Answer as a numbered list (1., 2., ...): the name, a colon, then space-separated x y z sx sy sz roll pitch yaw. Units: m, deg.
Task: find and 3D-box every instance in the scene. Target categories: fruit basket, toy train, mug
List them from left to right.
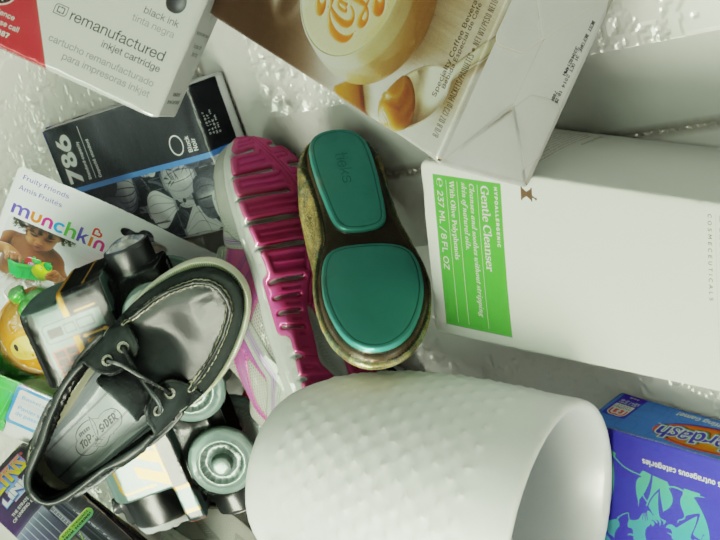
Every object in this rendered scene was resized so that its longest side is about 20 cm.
1. fruit basket: -0.181 0.045 1.233 0.184 0.094 0.200 25 129 -7
2. toy train: -0.138 0.077 1.166 0.113 0.085 0.201 -20 107 9
3. mug: 0.020 0.145 0.979 0.175 0.200 0.148 10 136 28

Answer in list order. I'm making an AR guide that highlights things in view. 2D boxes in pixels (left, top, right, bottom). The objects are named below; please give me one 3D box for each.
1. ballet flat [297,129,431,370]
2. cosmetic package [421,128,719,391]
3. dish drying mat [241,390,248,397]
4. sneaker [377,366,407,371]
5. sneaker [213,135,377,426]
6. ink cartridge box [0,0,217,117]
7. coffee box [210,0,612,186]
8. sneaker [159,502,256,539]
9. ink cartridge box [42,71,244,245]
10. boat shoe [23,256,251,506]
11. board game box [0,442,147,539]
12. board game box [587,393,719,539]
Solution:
1. ballet flat: 0.000 0.000 1.047 0.201 0.070 0.071 -104 27 -46
2. cosmetic package: 0.138 -0.011 0.957 0.199 0.085 0.108 10 115 40
3. dish drying mat: -0.049 0.165 1.192 0.077 0.018 0.201 -44 52 51
4. sneaker: 0.014 0.159 1.172 0.087 0.074 0.201 0 99 53
5. sneaker: -0.060 0.015 1.125 0.088 0.081 0.201 -27 70 42
6. ink cartridge box: -0.135 -0.206 1.015 0.144 0.084 0.201 24 94 -2
7. coffee box: 0.022 -0.141 0.949 0.200 0.080 0.115 35 107 41
8. sneaker: -0.063 0.195 1.249 0.200 0.074 0.080 24 119 32
9. ink cartridge box: -0.154 -0.066 1.228 0.199 0.039 0.100 -11 103 45
10. boat shoe: -0.142 0.073 1.088 0.199 0.066 0.075 -40 99 23
11. board game box: -0.167 0.220 1.281 0.165 0.057 0.200 35 169 28
12. board game box: 0.203 0.184 1.020 0.152 0.045 0.201 13 119 38
